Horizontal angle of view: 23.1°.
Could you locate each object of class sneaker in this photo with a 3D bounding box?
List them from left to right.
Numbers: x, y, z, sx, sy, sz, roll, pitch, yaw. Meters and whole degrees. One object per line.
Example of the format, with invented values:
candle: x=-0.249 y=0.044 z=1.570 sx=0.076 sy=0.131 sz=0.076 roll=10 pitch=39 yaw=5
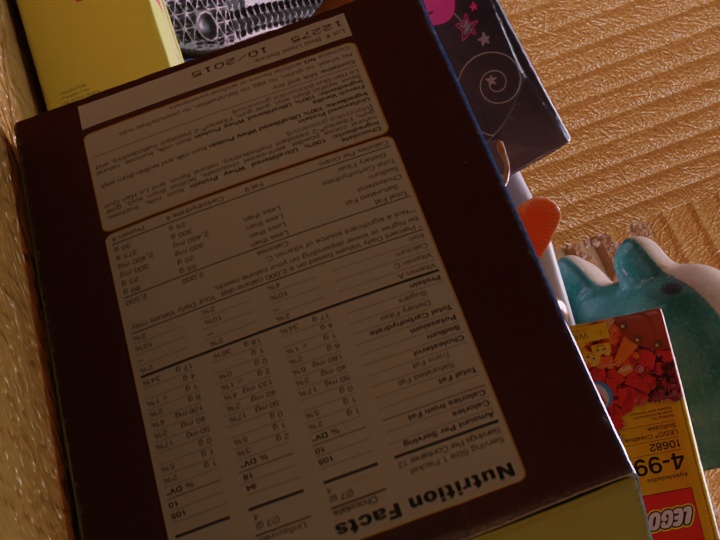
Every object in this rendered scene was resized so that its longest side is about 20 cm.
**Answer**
sneaker: x=-0.090 y=-0.128 z=0.838 sx=0.200 sy=0.075 sz=0.071 roll=-7 pitch=87 yaw=-57

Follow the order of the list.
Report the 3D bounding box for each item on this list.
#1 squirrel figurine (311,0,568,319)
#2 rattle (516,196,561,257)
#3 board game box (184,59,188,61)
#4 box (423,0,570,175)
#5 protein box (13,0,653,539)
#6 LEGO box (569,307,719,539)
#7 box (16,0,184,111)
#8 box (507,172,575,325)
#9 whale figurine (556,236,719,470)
squirrel figurine: x=0.000 y=0.000 z=0.783 sx=0.187 sy=0.141 sz=0.200 roll=35 pitch=-51 yaw=32
rattle: x=0.051 y=0.046 z=0.917 sx=0.200 sy=0.130 sz=0.143 roll=-14 pitch=-88 yaw=47
board game box: x=-0.141 y=-0.211 z=1.016 sx=0.153 sy=0.040 sz=0.201 roll=-95 pitch=166 yaw=-88
box: x=-0.005 y=-0.084 z=0.972 sx=0.132 sy=0.200 sz=0.115 roll=61 pitch=2 yaw=-11
protein box: x=0.002 y=0.063 z=0.540 sx=0.199 sy=0.135 sz=0.200 roll=70 pitch=1 yaw=-47
LEGO box: x=0.067 y=0.118 z=0.868 sx=0.077 sy=0.199 sz=0.149 roll=70 pitch=9 yaw=-60
box: x=-0.096 y=-0.089 z=0.659 sx=0.075 sy=0.050 sz=0.200 roll=71 pitch=0 yaw=-65
box: x=0.028 y=0.028 z=1.133 sx=0.199 sy=0.200 sz=0.172 roll=-108 pitch=177 yaw=-58
whale figurine: x=0.177 y=0.055 z=1.128 sx=0.200 sy=0.104 sz=0.159 roll=30 pitch=-37 yaw=54
